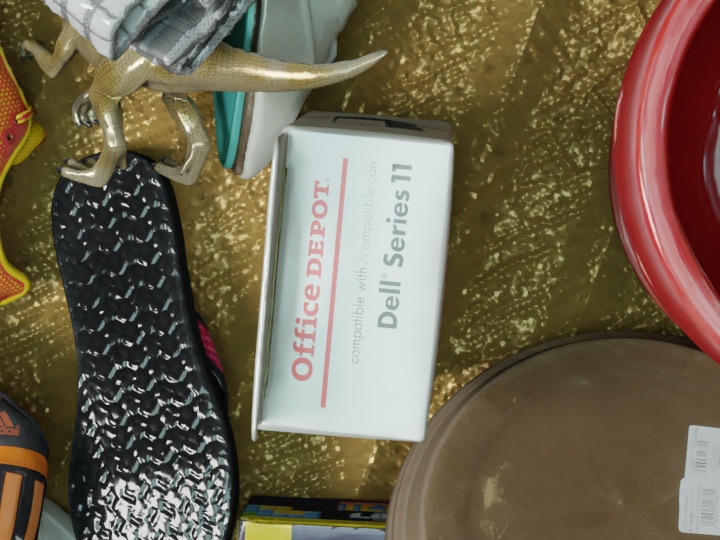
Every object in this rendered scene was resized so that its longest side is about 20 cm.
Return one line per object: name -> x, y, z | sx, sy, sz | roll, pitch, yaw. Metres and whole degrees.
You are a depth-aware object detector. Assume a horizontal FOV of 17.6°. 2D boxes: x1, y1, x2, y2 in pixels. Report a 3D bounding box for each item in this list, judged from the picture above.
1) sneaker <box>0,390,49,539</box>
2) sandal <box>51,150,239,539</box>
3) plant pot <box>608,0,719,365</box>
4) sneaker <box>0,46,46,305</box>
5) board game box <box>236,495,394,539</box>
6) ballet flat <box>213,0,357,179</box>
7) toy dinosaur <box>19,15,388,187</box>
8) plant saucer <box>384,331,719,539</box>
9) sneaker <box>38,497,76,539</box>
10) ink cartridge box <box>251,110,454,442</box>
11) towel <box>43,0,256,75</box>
sneaker -> -0.217, 0.086, 0.999 | 0.200, 0.078, 0.112 | 4, 66, 22
sandal -> -0.089, 0.048, 0.999 | 0.075, 0.045, 0.200 | -10, 80, 13
plant pot -> 0.195, -0.045, 0.900 | 0.200, 0.182, 0.201 | 0, 91, 2
sneaker -> -0.176, -0.081, 0.986 | 0.077, 0.073, 0.200 | -7, 101, -18
board game box -> 0.028, 0.202, 1.004 | 0.165, 0.057, 0.200 | 3, 97, 4
ballet flat -> -0.031, -0.139, 0.970 | 0.069, 0.069, 0.200 | -2, 95, 3
toy dinosaur -> -0.086, -0.084, 0.937 | 0.200, 0.058, 0.101 | 31, 122, 33
plant saucer -> 0.109, 0.106, 0.944 | 0.200, 0.029, 0.200 | -2, 56, 3
sneaker -> -0.124, 0.186, 0.980 | 0.074, 0.116, 0.200 | -30, 92, 7
ink cartridge box -> 0.000, 0.000, 0.910 | 0.067, 0.200, 0.117 | 5, 97, 2
towel -> -0.075, -0.189, 0.893 | 0.166, 0.086, 0.200 | 39, 86, 14
